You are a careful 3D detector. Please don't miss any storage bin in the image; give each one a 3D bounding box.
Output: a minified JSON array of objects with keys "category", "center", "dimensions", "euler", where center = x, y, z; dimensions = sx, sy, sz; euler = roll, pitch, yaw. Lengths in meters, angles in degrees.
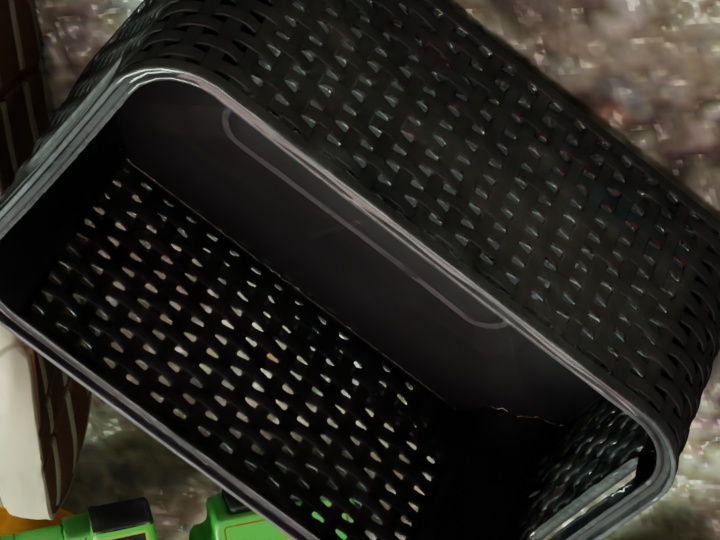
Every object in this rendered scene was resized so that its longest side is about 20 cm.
[{"category":"storage bin","center":[0.000,0.000,0.873],"dimensions":[0.200,0.094,0.135],"euler":[37,134,-11]}]

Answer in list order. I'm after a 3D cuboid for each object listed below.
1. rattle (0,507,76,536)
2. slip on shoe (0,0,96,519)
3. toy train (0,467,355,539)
[{"category":"rattle","center":[-0.202,0.143,1.004],"dimensions":[0.143,0.200,0.130],"euler":[21,109,37]},{"category":"slip on shoe","center":[-0.131,-0.006,0.936],"dimensions":[0.061,0.076,0.200],"euler":[2,128,13]},{"category":"toy train","center":[-0.092,0.109,0.985],"dimensions":[0.200,0.042,0.056],"euler":[-11,106,-8]}]
